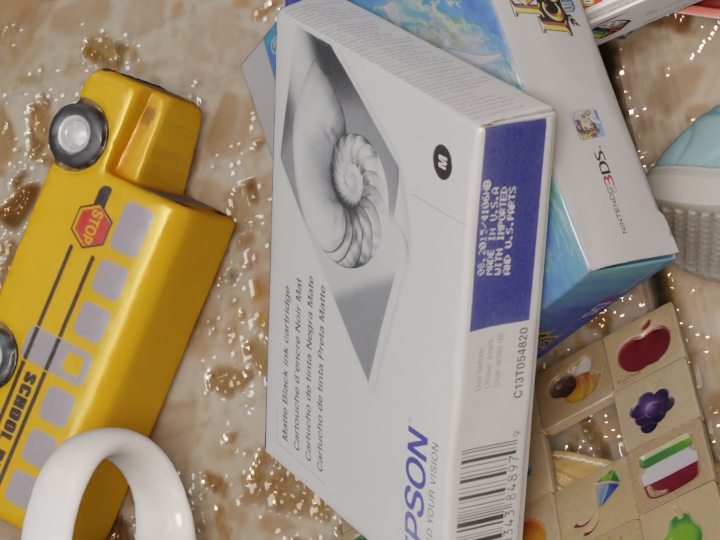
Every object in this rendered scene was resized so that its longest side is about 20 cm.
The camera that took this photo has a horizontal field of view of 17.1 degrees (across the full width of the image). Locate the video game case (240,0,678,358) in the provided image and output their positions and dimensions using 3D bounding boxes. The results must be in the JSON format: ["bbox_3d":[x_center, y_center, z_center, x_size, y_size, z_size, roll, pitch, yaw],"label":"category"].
[{"bbox_3d":[0.031,-0.048,0.963,0.200,0.045,0.182,-43,63,57],"label":"video game case"}]

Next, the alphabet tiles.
[{"bbox_3d":[0.051,0.114,0.938,0.200,0.008,0.168,-30,37,20],"label":"alphabet tiles"}]

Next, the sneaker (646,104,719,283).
[{"bbox_3d":[0.185,-0.037,0.903,0.200,0.074,0.082,13,63,51],"label":"sneaker"}]

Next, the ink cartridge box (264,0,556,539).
[{"bbox_3d":[0.000,0.000,0.945,0.200,0.040,0.200,35,129,52],"label":"ink cartridge box"}]

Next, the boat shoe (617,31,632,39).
[{"bbox_3d":[0.041,-0.167,1.021,0.200,0.072,0.066,28,90,25],"label":"boat shoe"}]

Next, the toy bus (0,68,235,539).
[{"bbox_3d":[-0.118,0.015,1.075,0.078,0.065,0.201,25,95,25],"label":"toy bus"}]

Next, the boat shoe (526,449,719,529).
[{"bbox_3d":[0.155,0.101,0.938,0.199,0.072,0.076,20,79,31],"label":"boat shoe"}]

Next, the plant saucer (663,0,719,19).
[{"bbox_3d":[0.209,-0.185,0.935,0.199,0.037,0.201,12,87,28],"label":"plant saucer"}]

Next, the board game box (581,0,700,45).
[{"bbox_3d":[0.101,-0.199,0.950,0.126,0.035,0.201,-21,73,20],"label":"board game box"}]

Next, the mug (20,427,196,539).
[{"bbox_3d":[-0.103,0.166,0.990,0.147,0.175,0.201,-4,82,24],"label":"mug"}]
